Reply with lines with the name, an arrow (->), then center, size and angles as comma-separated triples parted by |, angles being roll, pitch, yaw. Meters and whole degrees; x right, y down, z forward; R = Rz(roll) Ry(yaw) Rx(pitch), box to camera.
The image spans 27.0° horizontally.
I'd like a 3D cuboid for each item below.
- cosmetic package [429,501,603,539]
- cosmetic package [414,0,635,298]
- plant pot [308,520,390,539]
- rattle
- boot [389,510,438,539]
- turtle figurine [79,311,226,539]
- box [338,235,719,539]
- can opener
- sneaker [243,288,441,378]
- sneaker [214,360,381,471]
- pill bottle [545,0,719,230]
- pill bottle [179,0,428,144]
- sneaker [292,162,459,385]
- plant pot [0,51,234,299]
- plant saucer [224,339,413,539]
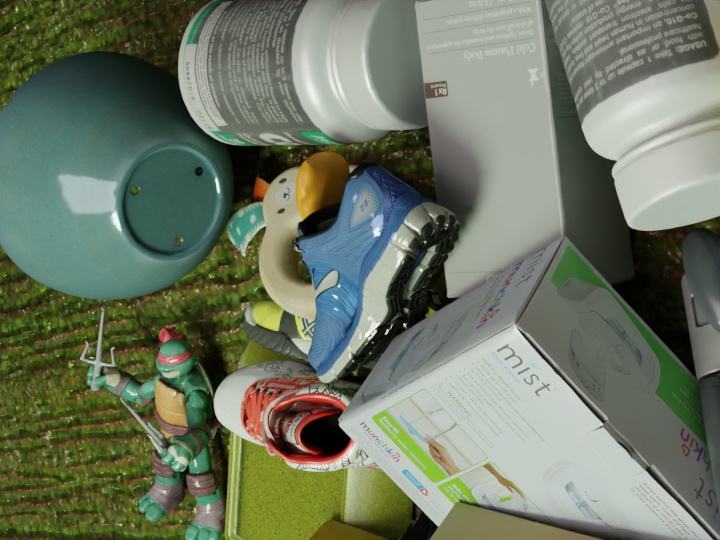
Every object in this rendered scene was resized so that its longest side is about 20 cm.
cosmetic package -> 0.124, 0.214, 0.882 | 0.199, 0.105, 0.071 | 9, 130, 31
cosmetic package -> 0.108, -0.084, 0.984 | 0.106, 0.090, 0.202 | -4, 93, 42
plant pot -> 0.006, 0.328, 1.079 | 0.199, 0.176, 0.202 | 14, 110, 27
rattle -> -0.066, -0.051, 1.120 | 0.200, 0.142, 0.131 | 39, 105, 43
boot -> 0.010, 0.203, 1.042 | 0.204, 0.152, 0.074 | -92, -2, -58
turtle figurine -> -0.164, 0.131, 1.298 | 0.150, 0.100, 0.201 | 34, 138, 52
box -> 0.120, 0.108, 0.946 | 0.200, 0.097, 0.176 | 45, 134, -10
can opener -> 0.216, 0.071, 0.883 | 0.053, 0.067, 0.201 | -25, 53, 35
sneaker -> -0.008, 0.041, 1.152 | 0.199, 0.075, 0.077 | 10, 85, 41
sneaker -> -0.054, 0.104, 1.111 | 0.200, 0.108, 0.068 | 9, 90, 34
pill bottle -> 0.172, -0.133, 0.871 | 0.113, 0.113, 0.201 | -28, 70, 45
pill bottle -> -0.031, -0.148, 1.076 | 0.199, 0.113, 0.114 | 4, 102, 48
sneaker -> 0.000, 0.000, 1.012 | 0.089, 0.078, 0.200 | 48, 143, 19
plant pot -> -0.178, -0.065, 1.178 | 0.134, 0.199, 0.202 | 20, 113, 54
plant saucer -> -0.045, 0.177, 1.223 | 0.199, 0.048, 0.202 | 20, 113, 41
